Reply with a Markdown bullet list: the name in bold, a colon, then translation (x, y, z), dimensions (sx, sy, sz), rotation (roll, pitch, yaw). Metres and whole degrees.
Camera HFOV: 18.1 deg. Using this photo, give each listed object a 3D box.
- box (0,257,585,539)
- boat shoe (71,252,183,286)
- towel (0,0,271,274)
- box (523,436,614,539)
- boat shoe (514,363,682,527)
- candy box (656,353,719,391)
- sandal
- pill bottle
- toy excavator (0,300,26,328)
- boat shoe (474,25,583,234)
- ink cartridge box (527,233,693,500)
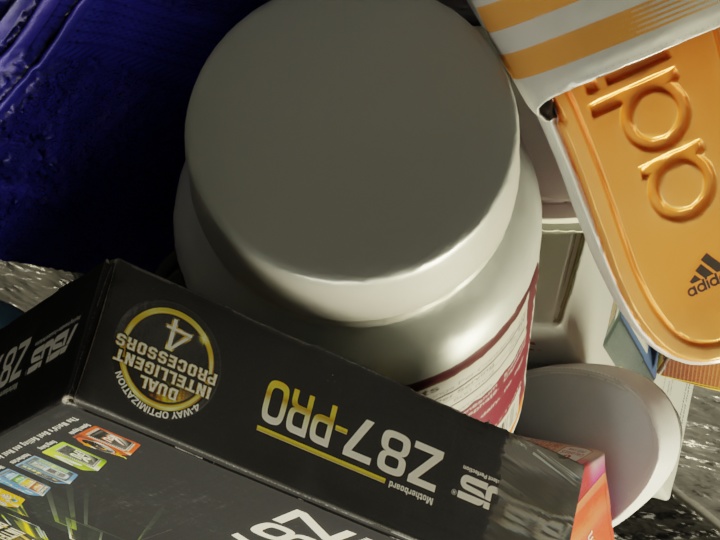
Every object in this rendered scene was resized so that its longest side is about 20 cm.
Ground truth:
- **box**: translation (-0.051, 0.068, 0.703), dimensions (0.160, 0.050, 0.200), rotation (24, 156, -23)
- **boat shoe**: translation (-0.072, 0.026, 0.995), dimensions (0.073, 0.063, 0.202), rotation (-33, 98, 15)
- **towel**: translation (-0.066, -0.070, 0.708), dimensions (0.147, 0.050, 0.200), rotation (13, 133, -42)
- **box**: translation (-0.006, 0.116, 0.879), dimensions (0.199, 0.096, 0.102), rotation (8, -157, 44)
- **boat shoe**: translation (0.068, 0.087, 0.921), dimensions (0.066, 0.070, 0.200), rotation (-10, 162, -41)
- **candy box**: translation (0.230, 0.027, 0.914), dimensions (0.198, 0.057, 0.117), rotation (16, 160, 1)
- **sandal**: translation (0.083, -0.061, 0.648), dimensions (0.208, 0.079, 0.059), rotation (64, 178, -19)
- **pill bottle**: translation (0.000, 0.000, 0.723), dimensions (0.113, 0.115, 0.200), rotation (12, 157, 7)
- **toy excavator**: translation (-0.125, 0.081, 0.819), dimensions (0.198, 0.196, 0.100), rotation (5, 173, -13)
- **boat shoe**: translation (0.028, -0.049, 0.838), dimensions (0.200, 0.073, 0.060), rotation (12, 159, 26)
- **ink cartridge box**: translation (0.052, 0.019, 0.969), dimensions (0.144, 0.088, 0.200), rotation (6, 156, 23)
